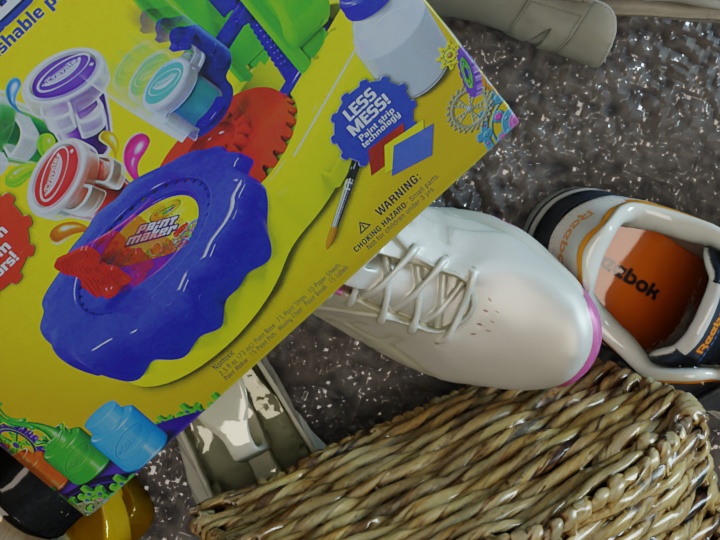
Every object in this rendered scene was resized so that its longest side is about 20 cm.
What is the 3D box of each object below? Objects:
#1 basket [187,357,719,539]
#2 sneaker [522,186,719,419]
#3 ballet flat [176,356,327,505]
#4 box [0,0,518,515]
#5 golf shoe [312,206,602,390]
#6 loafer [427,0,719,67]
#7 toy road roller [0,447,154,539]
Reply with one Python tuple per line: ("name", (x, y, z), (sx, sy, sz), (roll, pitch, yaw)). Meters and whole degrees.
("basket", (0.055, 0.141, 0.745), (0.199, 0.143, 0.150), (-22, 111, -25))
("sneaker", (0.164, 0.029, 0.800), (0.199, 0.079, 0.079), (23, 94, -10))
("ballet flat", (-0.046, 0.083, 0.798), (0.069, 0.069, 0.201), (-27, 102, 1))
("box", (-0.093, -0.065, 0.614), (0.200, 0.122, 0.193), (-43, 126, 1))
("golf shoe", (0.000, 0.000, 0.749), (0.199, 0.091, 0.076), (24, 104, 11))
("loafer", (0.087, -0.118, 0.769), (0.199, 0.070, 0.070), (-8, 93, -4))
("toy road roller", (-0.174, 0.078, 0.775), (0.123, 0.146, 0.200), (-43, 64, 4))
